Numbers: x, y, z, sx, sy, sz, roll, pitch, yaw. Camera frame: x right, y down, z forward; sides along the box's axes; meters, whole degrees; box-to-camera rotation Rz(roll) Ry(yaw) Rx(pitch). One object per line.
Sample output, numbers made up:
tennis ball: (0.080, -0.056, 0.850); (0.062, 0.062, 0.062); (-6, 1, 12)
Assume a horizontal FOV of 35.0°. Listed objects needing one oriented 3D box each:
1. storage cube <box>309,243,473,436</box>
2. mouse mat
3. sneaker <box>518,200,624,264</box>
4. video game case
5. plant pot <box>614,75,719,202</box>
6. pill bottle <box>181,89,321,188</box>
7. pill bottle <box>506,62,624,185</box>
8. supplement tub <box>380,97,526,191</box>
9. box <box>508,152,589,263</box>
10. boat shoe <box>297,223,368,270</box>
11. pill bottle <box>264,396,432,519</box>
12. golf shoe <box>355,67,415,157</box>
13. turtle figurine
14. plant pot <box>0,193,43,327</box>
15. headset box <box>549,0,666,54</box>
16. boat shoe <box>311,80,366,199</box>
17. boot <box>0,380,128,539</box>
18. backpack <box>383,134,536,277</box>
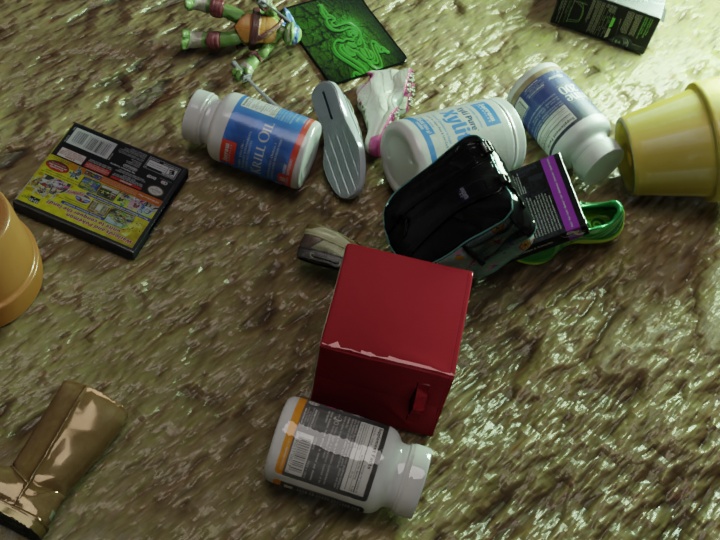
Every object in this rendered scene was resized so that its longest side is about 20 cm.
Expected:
storage cube: (0.041, 0.094, 1.555); (0.179, 0.171, 0.200); (13, 54, 1)
mouse mat: (-0.031, -0.413, 2.003); (0.161, 0.008, 0.200); (-22, 62, -23)
sneaker: (0.317, -0.070, 1.768); (0.199, 0.084, 0.074); (-18, 61, -11)
video game case: (-0.389, -0.122, 1.721); (0.199, 0.026, 0.181); (23, 54, 5)
plant pot: (0.520, -0.201, 1.850); (0.188, 0.201, 0.201); (-11, 56, 2)
pill bottle: (-0.170, -0.209, 1.768); (0.199, 0.112, 0.112); (19, 54, 5)
pill bottle: (0.340, -0.239, 1.881); (0.111, 0.111, 0.200); (-24, 62, -24)
supplement tub: (0.144, -0.191, 1.794); (0.200, 0.132, 0.132); (-18, 60, -25)
box: (0.234, -0.084, 1.747); (0.199, 0.036, 0.143); (-19, 56, 10)
boat shoe: (0.000, 0.000, 1.683); (0.200, 0.072, 0.066); (27, 83, -5)
pill bottle: (-0.016, 0.245, 1.472); (0.199, 0.117, 0.117); (18, 54, 2)
golf shoe: (0.028, -0.260, 1.873); (0.091, 0.075, 0.200); (11, 47, 12)
turtle figurine: (-0.198, -0.393, 1.876); (0.193, 0.144, 0.200); (9, 50, 1)
plant pot: (-0.541, -0.032, 1.559); (0.199, 0.140, 0.201); (5, 54, -8)
headset box: (0.474, -0.513, 2.110); (0.199, 0.093, 0.174); (19, 54, 3)
boat shoe: (-0.021, -0.207, 1.817); (0.073, 0.067, 0.201); (-18, 75, 27)
boot: (-0.420, 0.223, 1.450); (0.175, 0.066, 0.200); (30, 55, -3)
backpack: (0.141, -0.072, 1.663); (0.200, 0.153, 0.176); (-31, 55, 11)
